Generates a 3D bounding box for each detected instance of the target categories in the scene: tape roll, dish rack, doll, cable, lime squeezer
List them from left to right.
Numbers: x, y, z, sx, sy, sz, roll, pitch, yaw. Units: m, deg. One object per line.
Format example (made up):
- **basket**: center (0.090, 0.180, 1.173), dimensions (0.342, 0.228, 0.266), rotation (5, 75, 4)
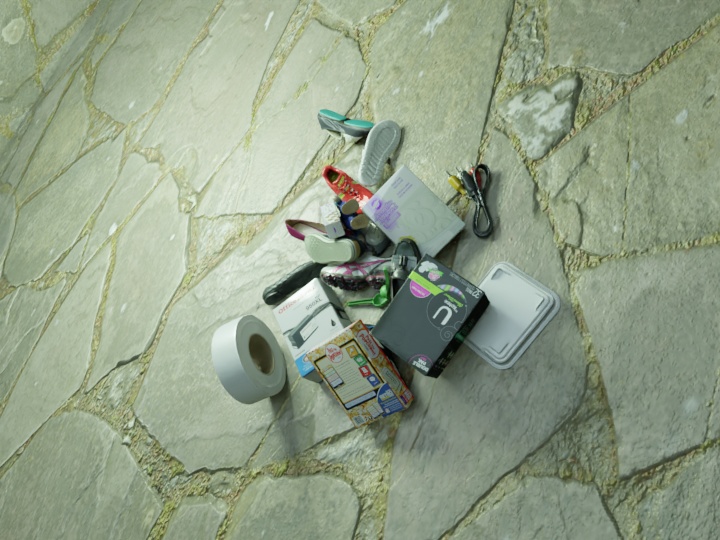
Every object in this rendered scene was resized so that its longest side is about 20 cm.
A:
- **tape roll**: center (-0.260, 0.208, 1.248), dimensions (0.071, 0.202, 0.203), rotation (-25, 61, 17)
- **doll**: center (-0.023, -0.126, 1.280), dimensions (0.048, 0.200, 0.137), rotation (-32, 98, -4)
- **lime squeezer**: center (0.041, 0.048, 1.226), dimensions (0.071, 0.200, 0.038), rotation (37, 53, -5)
- **cable**: center (0.276, -0.170, 1.240), dimensions (0.097, 0.050, 0.200), rotation (-19, 74, 0)
- **dish rack**: center (0.296, 0.087, 1.112), dimensions (0.172, 0.044, 0.200), rotation (40, 91, 32)

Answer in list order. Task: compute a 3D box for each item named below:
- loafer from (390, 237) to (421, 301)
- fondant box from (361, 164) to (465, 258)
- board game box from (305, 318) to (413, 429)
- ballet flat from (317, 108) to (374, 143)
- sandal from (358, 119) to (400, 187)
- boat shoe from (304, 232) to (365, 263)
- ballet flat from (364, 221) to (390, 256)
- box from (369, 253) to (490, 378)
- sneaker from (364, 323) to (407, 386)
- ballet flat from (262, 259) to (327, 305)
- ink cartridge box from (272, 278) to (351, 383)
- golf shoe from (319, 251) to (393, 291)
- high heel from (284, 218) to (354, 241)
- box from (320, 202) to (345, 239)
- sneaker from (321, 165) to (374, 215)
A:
- **loafer**: center (0.099, 0.029, 1.177), dimensions (0.072, 0.063, 0.200), rotation (3, 98, 21)
- **fondant box**: center (0.121, -0.122, 1.227), dimensions (0.200, 0.058, 0.144), rotation (45, 93, 6)
- **board game box**: center (-0.004, 0.222, 1.119), dimensions (0.151, 0.046, 0.200), rotation (-34, 91, 36)
- **ballet flat**: center (-0.039, -0.393, 1.464), dimensions (0.200, 0.073, 0.073), rotation (26, 83, 32)
- **sandal**: center (0.040, -0.310, 1.393), dimensions (0.203, 0.082, 0.050), rotation (-64, 15, -16)
- **boat shoe**: center (-0.065, -0.056, 1.287), dimensions (0.200, 0.062, 0.075), rotation (7, 108, 47)
- **ballet flat**: center (0.060, -0.113, 1.296), dimensions (0.200, 0.072, 0.072), rotation (-46, 57, 4)
- **box**: center (0.144, 0.097, 1.077), dimensions (0.148, 0.124, 0.200), rotation (36, 90, 23)
- **sneaker**: center (0.062, 0.200, 1.169), dimensions (0.200, 0.112, 0.073), rotation (52, 128, 2)
- **ballet flat**: center (-0.174, 0.020, 1.363), dimensions (0.200, 0.066, 0.057), rotation (-31, 43, 10)
- **ink cartridge box**: center (-0.103, 0.142, 1.265), dimensions (0.145, 0.084, 0.200), rotation (-36, 58, 9)
- **golf shoe**: center (0.000, 0.000, 1.284), dimensions (0.200, 0.073, 0.092), rotation (1, 60, 19)
- **high heel**: center (-0.097, -0.097, 1.351), dimensions (0.200, 0.096, 0.067), rotation (16, 78, 31)
- **box**: center (-0.071, -0.125, 1.308), dimensions (0.039, 0.041, 0.200), rotation (-19, 21, 0)
- **sneaker**: center (-0.035, -0.208, 1.372), dimensions (0.200, 0.085, 0.077), rotation (39, 91, 33)
